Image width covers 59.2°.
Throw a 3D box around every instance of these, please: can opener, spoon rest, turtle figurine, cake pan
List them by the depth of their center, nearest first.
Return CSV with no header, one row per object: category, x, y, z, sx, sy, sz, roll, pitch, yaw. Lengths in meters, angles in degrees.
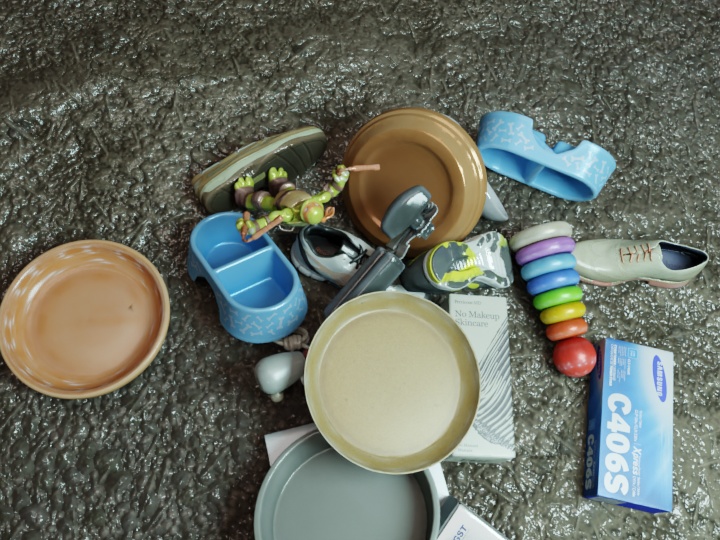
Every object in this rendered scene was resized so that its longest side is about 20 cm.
cake pan,-0.014,0.264,0.683,0.199,0.037,0.201,-5,51,6
can opener,0.022,-0.015,0.777,0.066,0.053,0.200,37,90,-22
turtle figurine,-0.081,-0.090,0.804,0.200,0.065,0.161,-34,35,-21
spoon rest,0.143,-0.143,0.867,0.200,0.061,0.100,41,24,-24

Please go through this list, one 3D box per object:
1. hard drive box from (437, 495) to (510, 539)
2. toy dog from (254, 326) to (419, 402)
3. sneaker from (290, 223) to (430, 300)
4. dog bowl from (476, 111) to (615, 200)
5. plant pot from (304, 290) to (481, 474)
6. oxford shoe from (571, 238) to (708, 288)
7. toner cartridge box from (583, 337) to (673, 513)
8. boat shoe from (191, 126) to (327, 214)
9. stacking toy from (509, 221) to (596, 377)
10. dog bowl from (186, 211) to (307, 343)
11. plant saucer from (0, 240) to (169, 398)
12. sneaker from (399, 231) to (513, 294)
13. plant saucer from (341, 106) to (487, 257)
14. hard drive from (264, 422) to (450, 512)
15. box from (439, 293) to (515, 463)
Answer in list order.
hard drive box,0.139,0.372,0.682,0.200,0.077,0.156,37,79,8
toy dog,-0.023,0.129,0.769,0.199,0.132,0.097,-3,107,-3
sneaker,0.000,0.000,0.830,0.199,0.080,0.074,23,66,2
dog bowl,0.255,-0.157,0.898,0.199,0.111,0.050,23,81,3
plant pot,0.035,0.123,0.707,0.199,0.028,0.201,3,70,-8
oxford shoe,0.377,-0.021,0.879,0.199,0.074,0.071,1,69,-5
toner cartridge box,0.342,0.194,0.806,0.094,0.043,0.201,13,67,-2
boat shoe,-0.144,-0.158,0.887,0.199,0.072,0.076,-29,58,-18
stacking toy,0.262,0.041,0.837,0.085,0.085,0.201,-10,77,-10
dog bowl,-0.146,0.000,0.797,0.111,0.050,0.200,-26,55,-24
plant saucer,-0.337,0.060,0.784,0.199,0.037,0.201,2,67,-6
sneaker,0.127,-0.008,0.825,0.199,0.084,0.075,0,81,-47
plant saucer,0.063,-0.109,0.827,0.200,0.201,0.037,31,29,7
hard drive,-0.005,0.240,0.760,0.199,0.027,0.133,-12,70,-10
box,0.142,0.135,0.795,0.082,0.068,0.201,3,68,-5
